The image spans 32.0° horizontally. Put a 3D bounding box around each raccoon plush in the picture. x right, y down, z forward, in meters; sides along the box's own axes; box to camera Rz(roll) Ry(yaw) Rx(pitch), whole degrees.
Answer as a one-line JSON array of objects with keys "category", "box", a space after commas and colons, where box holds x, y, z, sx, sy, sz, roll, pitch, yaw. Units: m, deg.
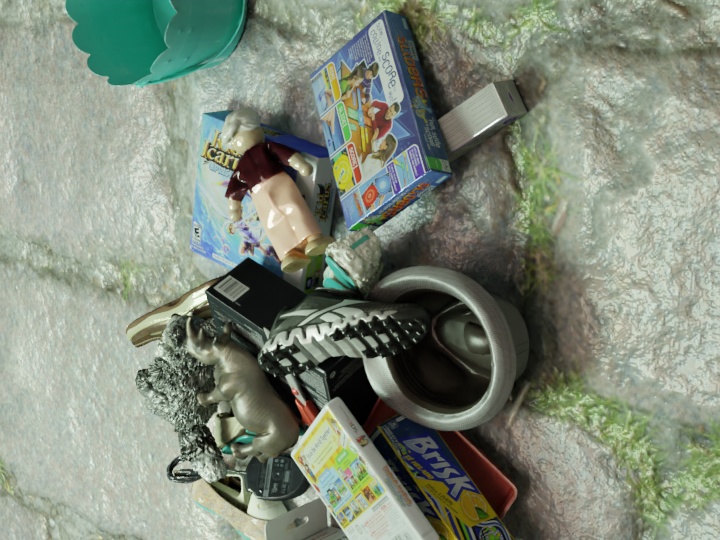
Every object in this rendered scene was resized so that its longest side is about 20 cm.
[{"category": "raccoon plush", "box": [-0.191, 0.146, 1.557, 0.200, 0.097, 0.134, 52, 139, 8]}]

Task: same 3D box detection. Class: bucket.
[{"category": "bucket", "box": [-0.242, -0.327, 1.506, 0.207, 0.135, 0.208, 12, 109, 39]}]

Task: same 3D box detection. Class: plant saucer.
[{"category": "plant saucer", "box": [0.076, 0.246, 1.432, 0.200, 0.037, 0.200, 43, 125, 25]}]

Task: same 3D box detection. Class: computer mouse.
[{"category": "computer mouse", "box": [-0.153, 0.260, 1.597, 0.200, 0.034, 0.059, 3, 71, 20]}]

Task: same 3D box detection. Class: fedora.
[{"category": "fedora", "box": [0.101, 0.076, 1.332, 0.200, 0.090, 0.177, -4, 97, 45]}]

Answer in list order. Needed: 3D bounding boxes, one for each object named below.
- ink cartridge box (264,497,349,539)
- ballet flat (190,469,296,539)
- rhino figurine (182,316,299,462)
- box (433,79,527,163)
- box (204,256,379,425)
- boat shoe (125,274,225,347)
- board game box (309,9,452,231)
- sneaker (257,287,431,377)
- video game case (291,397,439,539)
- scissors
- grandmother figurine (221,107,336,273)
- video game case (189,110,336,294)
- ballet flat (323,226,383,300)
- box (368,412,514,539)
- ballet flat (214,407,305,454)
[{"category": "ink cartridge box", "box": [-0.050, 0.389, 1.521, 0.067, 0.116, 0.200, 6, 104, 40]}, {"category": "ballet flat", "box": [-0.146, 0.302, 1.621, 0.200, 0.068, 0.067, 21, 106, 34]}, {"category": "rhino figurine", "box": [-0.141, 0.135, 1.452, 0.087, 0.060, 0.200, -27, 100, 35]}, {"category": "box", "box": [0.088, -0.135, 1.328, 0.200, 0.039, 0.042, -33, 78, 41]}, {"category": "box", "box": [-0.078, 0.094, 1.467, 0.200, 0.079, 0.141, 32, 146, 31]}, {"category": "boat shoe", "box": [-0.230, 0.074, 1.634, 0.202, 0.075, 0.075, -26, 89, 41]}, {"category": "board game box", "box": [0.018, -0.159, 1.348, 0.135, 0.034, 0.200, -34, 60, 40]}, {"category": "sneaker", "box": [-0.017, 0.050, 1.327, 0.200, 0.066, 0.091, -15, 47, 27]}, {"category": "video game case", "box": [0.000, 0.246, 1.385, 0.182, 0.023, 0.200, 54, 155, 11]}, {"category": "scissors", "box": [-0.071, 0.145, 1.424, 0.200, 0.014, 0.073, 56, 154, -17]}, {"category": "grandmother figurine", "box": [-0.106, -0.097, 1.439, 0.121, 0.061, 0.200, -29, 75, 12]}, {"category": "video game case", "box": [-0.121, -0.081, 1.520, 0.200, 0.045, 0.182, 24, 114, 35]}, {"category": "ballet flat", "box": [0.000, 0.000, 1.388, 0.072, 0.072, 0.200, 63, 172, 11]}, {"category": "box", "box": [0.084, 0.250, 1.352, 0.200, 0.064, 0.070, 54, 142, 17]}, {"category": "ballet flat", "box": [-0.125, 0.184, 1.569, 0.200, 0.069, 0.070, -24, 84, 50]}]
